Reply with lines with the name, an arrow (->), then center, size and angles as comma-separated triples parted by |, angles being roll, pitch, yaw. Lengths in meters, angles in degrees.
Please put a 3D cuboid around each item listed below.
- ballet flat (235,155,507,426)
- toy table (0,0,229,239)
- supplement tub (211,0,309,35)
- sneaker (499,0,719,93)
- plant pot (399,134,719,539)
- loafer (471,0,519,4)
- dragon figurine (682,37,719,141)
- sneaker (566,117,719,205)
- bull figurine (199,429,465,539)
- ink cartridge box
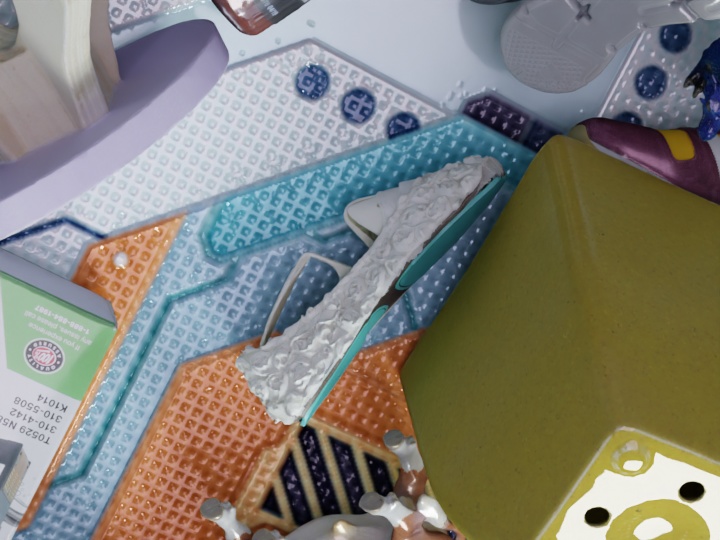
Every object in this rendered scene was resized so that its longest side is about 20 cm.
ballet flat -> 0.000, 0.000, 1.207 | 0.072, 0.072, 0.200 | 39, 92, -17
toy table -> -0.173, -0.112, 1.095 | 0.200, 0.183, 0.118 | -48, 121, -38
supplement tub -> -0.009, -0.221, 1.120 | 0.199, 0.107, 0.107 | -34, 107, 5
sneaker -> 0.163, -0.174, 1.158 | 0.199, 0.082, 0.077 | -25, 112, 32
plant pot -> 0.151, 0.084, 1.155 | 0.193, 0.201, 0.196 | 22, 120, -16
loafer -> 0.087, -0.252, 1.178 | 0.071, 0.063, 0.202 | 12, 102, 28
dragon figurine -> 0.232, -0.148, 1.177 | 0.058, 0.099, 0.201 | 24, 74, -6
sneaker -> 0.217, -0.065, 1.241 | 0.199, 0.075, 0.091 | 22, 81, -16
bull figurine -> -0.032, 0.176, 1.229 | 0.199, 0.065, 0.122 | -23, 136, -14
ink cartridge box -> -0.243, 0.082, 1.160 | 0.145, 0.084, 0.201 | 25, 96, -16
